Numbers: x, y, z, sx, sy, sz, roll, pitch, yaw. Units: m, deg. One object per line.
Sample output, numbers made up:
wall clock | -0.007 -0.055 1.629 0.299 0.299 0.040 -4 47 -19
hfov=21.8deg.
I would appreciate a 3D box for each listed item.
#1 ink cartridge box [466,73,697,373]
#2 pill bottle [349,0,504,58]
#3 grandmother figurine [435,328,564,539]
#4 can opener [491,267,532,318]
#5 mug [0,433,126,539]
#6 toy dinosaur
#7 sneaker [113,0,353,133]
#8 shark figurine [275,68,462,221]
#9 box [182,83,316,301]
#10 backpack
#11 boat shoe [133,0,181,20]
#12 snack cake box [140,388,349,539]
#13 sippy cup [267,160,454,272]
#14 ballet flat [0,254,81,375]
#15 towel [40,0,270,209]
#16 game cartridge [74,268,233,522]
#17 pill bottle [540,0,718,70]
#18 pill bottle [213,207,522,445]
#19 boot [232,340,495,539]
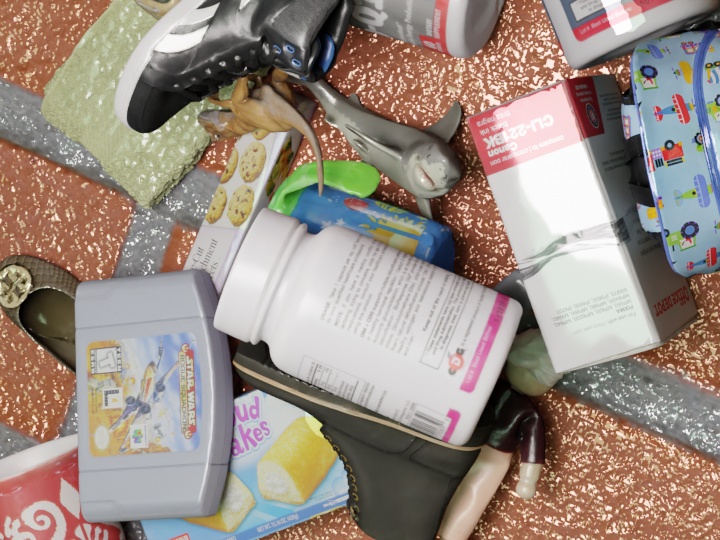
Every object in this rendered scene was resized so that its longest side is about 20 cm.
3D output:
ink cartridge box | 0.167 -0.036 1.380 0.084 0.144 0.200 -20 89 23
pill bottle | 0.007 -0.241 1.429 0.200 0.114 0.114 18 103 17
grandmother figurine | 0.099 0.129 1.475 0.121 0.061 0.200 36 105 15
can opener | 0.078 0.071 1.445 0.066 0.053 0.200 46 118 6
mug | -0.257 0.253 1.604 0.133 0.178 0.200 -22 95 -15
toy dinosaur | -0.066 -0.127 1.429 0.200 0.060 0.106 18 129 61
sneaker | -0.087 -0.155 1.363 0.112 0.073 0.200 46 104 20
shark figurine | 0.029 -0.119 1.471 0.089 0.128 0.214 -43 55 -9
box | -0.096 -0.056 1.530 0.041 0.039 0.200 30 106 17
backpack | 0.258 -0.088 1.311 0.134 0.200 0.183 -10 93 21
boat shoe | -0.176 -0.247 1.469 0.200 0.076 0.072 38 100 40
snack cake box | -0.091 0.160 1.542 0.200 0.067 0.115 -23 89 21
sippy cup | 0.000 0.000 1.449 0.130 0.178 0.140 11 81 18
ballet flat | -0.242 0.060 1.595 0.200 0.046 0.067 43 108 10
towel | -0.162 -0.164 1.542 0.148 0.036 0.200 43 107 10
game cartridge | -0.168 0.101 1.517 0.133 0.042 0.200 -7 81 29
pill bottle | 0.170 -0.259 1.364 0.120 0.120 0.200 -23 89 21
pill bottle | 0.004 0.036 1.337 0.200 0.113 0.113 23 105 2
boot | -0.014 0.136 1.422 0.200 0.077 0.138 21 119 4
